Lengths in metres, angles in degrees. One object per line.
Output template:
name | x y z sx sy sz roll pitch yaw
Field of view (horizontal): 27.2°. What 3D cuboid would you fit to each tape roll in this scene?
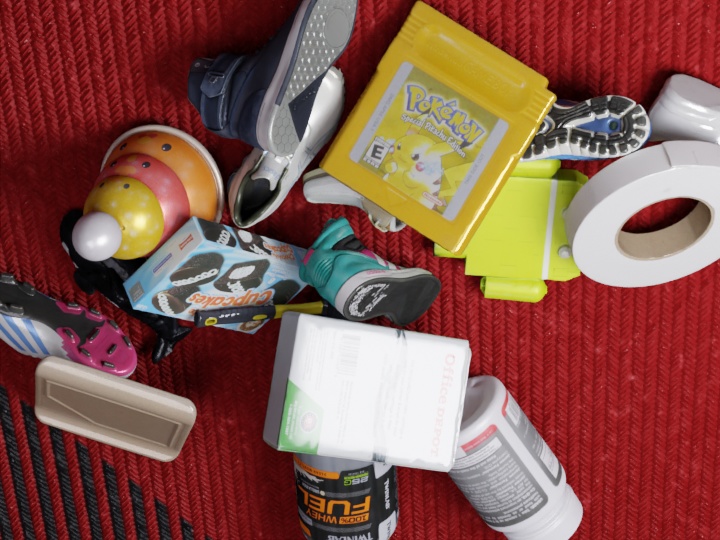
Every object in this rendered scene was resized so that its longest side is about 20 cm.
tape roll | 0.312 -0.056 1.545 0.201 0.037 0.204 -8 144 -6

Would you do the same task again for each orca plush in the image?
orca plush | -0.272 0.026 1.672 0.104 0.071 0.201 -17 116 13

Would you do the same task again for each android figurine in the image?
android figurine | 0.179 -0.050 1.621 0.198 0.041 0.183 6 118 3

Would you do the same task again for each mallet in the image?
mallet | -0.087 0.037 1.636 0.199 0.041 0.066 2 124 -34

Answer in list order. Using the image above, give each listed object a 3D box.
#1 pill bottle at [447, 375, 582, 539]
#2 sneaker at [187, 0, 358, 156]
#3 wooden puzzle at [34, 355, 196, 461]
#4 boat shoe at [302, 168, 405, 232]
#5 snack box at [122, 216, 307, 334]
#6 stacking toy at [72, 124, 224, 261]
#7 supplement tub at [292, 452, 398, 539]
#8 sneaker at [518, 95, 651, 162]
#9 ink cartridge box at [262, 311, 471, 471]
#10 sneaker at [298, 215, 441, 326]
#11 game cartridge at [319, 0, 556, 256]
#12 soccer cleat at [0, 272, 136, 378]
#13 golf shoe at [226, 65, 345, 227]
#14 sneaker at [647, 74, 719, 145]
pill bottle | 0.167 0.230 1.730 0.113 0.114 0.201 -29 113 18
sneaker | -0.096 -0.224 1.523 0.077 0.145 0.204 37 75 -48
wooden puzzle | -0.286 0.157 1.722 0.184 0.038 0.200 18 155 -6
boat shoe | 0.031 -0.076 1.573 0.198 0.075 0.069 0 85 20
snack box | -0.147 0.009 1.608 0.116 0.037 0.199 -42 150 22
stacking toy | -0.236 -0.059 1.539 0.145 0.200 0.147 5 112 14
supplement tub | -0.017 0.245 1.745 0.121 0.123 0.202 -2 118 5
sneaker | 0.206 -0.142 1.543 0.198 0.089 0.079 8 87 23
ink cartridge box | 0.007 0.131 1.611 0.198 0.083 0.148 11 87 -16
sneaker | 0.000 0.000 1.619 0.121 0.200 0.084 43 106 25
game cartridge | 0.080 -0.145 1.514 0.176 0.032 0.201 32 99 10
soccer cleat | -0.349 0.074 1.705 0.199 0.070 0.087 29 140 0
golf shoe | -0.077 -0.126 1.564 0.078 0.097 0.201 26 115 -8
sneaker | 0.391 -0.130 1.555 0.199 0.076 0.089 24 130 -3
